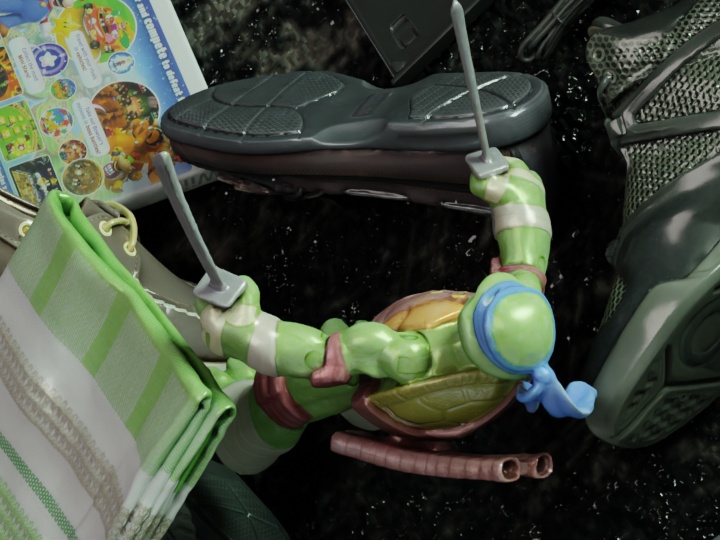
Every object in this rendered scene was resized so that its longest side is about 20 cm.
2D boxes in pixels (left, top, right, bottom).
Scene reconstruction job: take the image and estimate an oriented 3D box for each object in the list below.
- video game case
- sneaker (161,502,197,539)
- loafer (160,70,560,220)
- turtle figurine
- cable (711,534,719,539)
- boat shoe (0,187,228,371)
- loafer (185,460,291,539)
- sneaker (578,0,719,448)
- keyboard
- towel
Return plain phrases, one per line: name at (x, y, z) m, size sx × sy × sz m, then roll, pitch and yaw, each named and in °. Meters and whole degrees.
video game case at (-0.175, -0.073, 1.266) m, size 0.199 × 0.018 × 0.144 m, roll -20°, pitch 63°, yaw -8°
sneaker at (-0.124, 0.161, 1.178) m, size 0.077 × 0.075 × 0.201 m, roll 54°, pitch 137°, yaw 45°
loafer at (-0.002, -0.048, 1.181) m, size 0.199 × 0.072 × 0.063 m, roll 2°, pitch 119°, yaw 35°
turtle figurine at (0.000, 0.000, 1.084) m, size 0.144 × 0.200 × 0.194 m, roll -56°, pitch 9°, yaw -30°
cable at (0.195, 0.179, 0.971) m, size 0.200 × 0.051 × 0.163 m, roll 30°, pitch 61°, yaw 15°
boat shoe at (-0.134, -0.006, 1.199) m, size 0.072 × 0.199 × 0.060 m, roll -119°, pitch 49°, yaw -78°
loafer at (-0.111, 0.088, 1.223) m, size 0.200 × 0.072 × 0.063 m, roll 47°, pitch 115°, yaw 29°
sneaker at (0.126, -0.031, 1.085) m, size 0.114 × 0.076 × 0.200 m, roll 28°, pitch 93°, yaw 37°
keyboard at (0.081, -0.154, 1.176) m, size 0.200 × 0.021 × 0.127 m, roll -44°, pitch 53°, yaw 20°
towel at (-0.142, 0.087, 1.110) m, size 0.149 × 0.031 × 0.200 m, roll 47°, pitch 116°, yaw 35°
